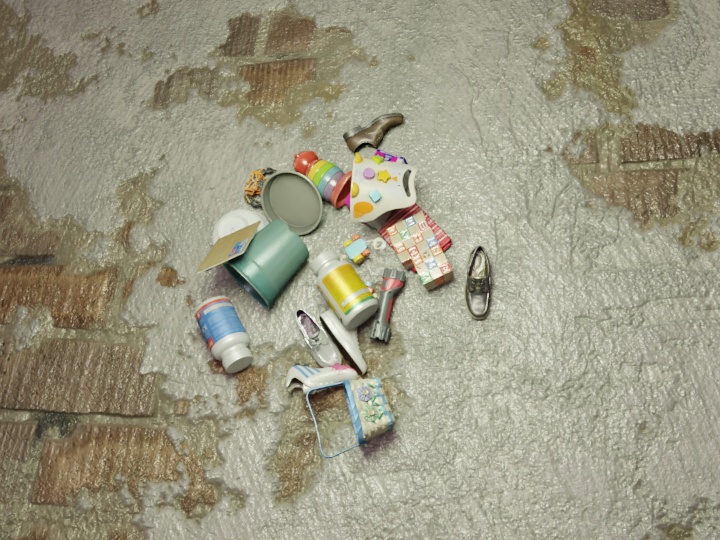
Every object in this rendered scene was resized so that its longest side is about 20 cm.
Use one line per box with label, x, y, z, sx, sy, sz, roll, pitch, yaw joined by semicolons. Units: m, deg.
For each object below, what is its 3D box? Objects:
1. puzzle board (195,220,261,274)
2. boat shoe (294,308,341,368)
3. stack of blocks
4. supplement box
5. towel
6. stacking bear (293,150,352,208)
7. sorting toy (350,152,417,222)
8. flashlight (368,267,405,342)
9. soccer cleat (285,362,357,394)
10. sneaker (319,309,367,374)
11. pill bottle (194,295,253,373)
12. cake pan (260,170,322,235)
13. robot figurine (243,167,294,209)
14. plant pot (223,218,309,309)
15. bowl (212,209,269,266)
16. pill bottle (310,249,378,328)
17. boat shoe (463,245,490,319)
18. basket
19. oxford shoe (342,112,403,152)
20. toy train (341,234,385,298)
puzzle board;-0.358;-0.065;1.537;0.150;0.017;0.201;-21;25;16
boat shoe;-0.119;0.187;1.534;0.072;0.069;0.201;-29;69;-2
stack of blocks;0.164;-0.048;1.546;0.114;0.059;0.201;-26;65;5
supplement box;0.055;-0.238;1.637;0.101;0.103;0.201;24;77;31
towel;0.151;-0.104;1.615;0.144;0.023;0.200;-39;65;-2
stacking bear;-0.117;-0.288;1.679;0.199;0.121;0.114;37;87;15
sorting toy;0.066;-0.240;1.532;0.178;0.107;0.202;3;65;2
flashlight;0.075;0.096;1.535;0.067;0.068;0.202;11;77;6
soccer cleat;-0.106;0.297;1.482;0.198;0.070;0.087;-2;40;19
sneaker;-0.026;0.183;1.516;0.084;0.073;0.201;-29;75;-21
pill bottle;-0.380;0.181;1.570;0.112;0.112;0.201;-32;65;-2
cake pan;-0.200;-0.204;1.658;0.198;0.202;0.037;9;28;15
robot figurine;-0.275;-0.259;1.745;0.198;0.058;0.146;13;72;16
plant pot;-0.261;-0.028;1.592;0.200;0.201;0.196;39;73;22
bowl;-0.372;-0.108;1.692;0.199;0.090;0.203;-4;68;11
pill bottle;-0.049;0.046;1.500;0.112;0.113;0.201;-36;70;-3
boat shoe;0.316;0.028;1.505;0.071;0.065;0.202;3;71;11
basket;-0.025;0.359;1.411;0.198;0.139;0.178;-19;66;-5
oxford shoe;0.051;-0.426;1.742;0.199;0.073;0.085;-26;82;4
toy train;0.000;0.000;1.593;0.149;0.056;0.202;14;76;15
